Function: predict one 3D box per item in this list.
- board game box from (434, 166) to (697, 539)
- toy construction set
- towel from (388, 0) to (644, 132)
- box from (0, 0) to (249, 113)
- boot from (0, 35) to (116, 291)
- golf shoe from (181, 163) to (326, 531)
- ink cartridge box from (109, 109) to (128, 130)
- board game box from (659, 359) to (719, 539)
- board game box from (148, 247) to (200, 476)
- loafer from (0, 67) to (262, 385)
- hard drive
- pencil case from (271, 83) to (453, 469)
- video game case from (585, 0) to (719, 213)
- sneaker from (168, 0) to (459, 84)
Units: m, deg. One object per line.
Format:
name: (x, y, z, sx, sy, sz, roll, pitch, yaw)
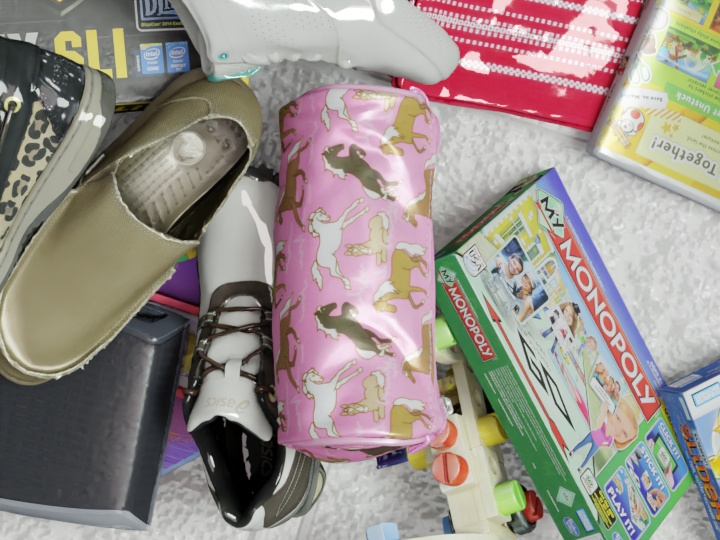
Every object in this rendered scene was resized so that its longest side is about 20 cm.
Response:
board game box: (0.118, 0.056, 1.252, 0.029, 0.135, 0.201, -22, 100, 37)
toy construction set: (0.039, 0.096, 1.236, 0.092, 0.131, 0.201, -6, 73, 26)
towel: (0.102, -0.184, 1.254, 0.144, 0.022, 0.201, 11, 102, -19)
box: (-0.167, -0.163, 1.192, 0.199, 0.049, 0.161, -5, 90, -16)
boot: (-0.237, -0.050, 1.120, 0.153, 0.074, 0.204, 31, 105, -31)
golf shoe: (-0.056, 0.044, 1.195, 0.077, 0.094, 0.201, -6, 98, 16)
ink cartridge box: (-0.177, -0.108, 1.229, 0.099, 0.039, 0.200, 45, 77, -8)
board game box: (0.288, 0.090, 1.302, 0.199, 0.034, 0.136, -25, 98, -15)
board game box: (-0.116, 0.034, 1.260, 0.199, 0.039, 0.159, -27, 98, -4)
loafer: (-0.126, -0.023, 1.155, 0.076, 0.067, 0.200, 38, 90, -14)
hard drive: (-0.203, 0.066, 1.227, 0.199, 0.042, 0.136, 12, 93, 9)
pencil case: (0.000, 0.000, 1.163, 0.086, 0.083, 0.201, 9, 73, -38)
video game case: (0.253, -0.114, 1.293, 0.199, 0.023, 0.183, 23, 92, -15)
sneaker: (-0.044, -0.130, 1.152, 0.199, 0.075, 0.089, 26, 92, -25)
